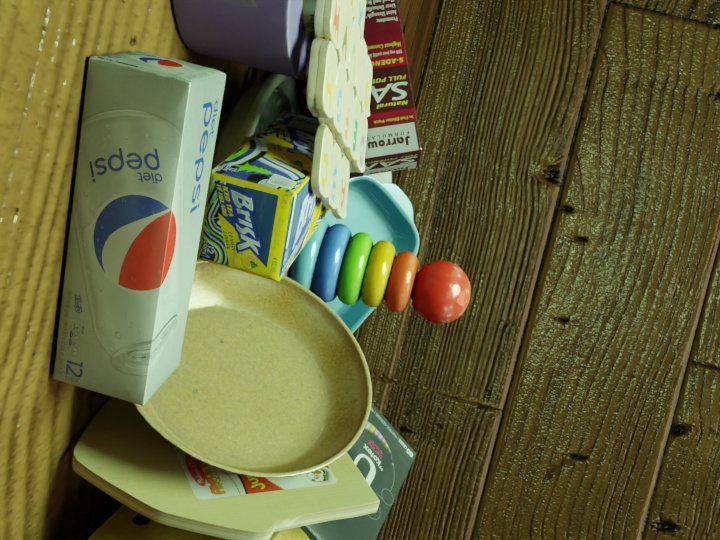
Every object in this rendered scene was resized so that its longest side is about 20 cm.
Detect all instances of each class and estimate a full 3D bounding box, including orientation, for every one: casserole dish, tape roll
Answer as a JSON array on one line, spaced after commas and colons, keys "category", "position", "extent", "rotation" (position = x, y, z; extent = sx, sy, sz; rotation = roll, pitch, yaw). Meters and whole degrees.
[{"category": "casserole dish", "position": [-0.029, -0.005, 0.908], "extent": [0.200, 0.121, 0.039], "rotation": [-48, -150, -7]}, {"category": "tape roll", "position": [-0.061, -0.248, 0.666], "extent": [0.200, 0.084, 0.204], "rotation": [14, 90, -85]}]

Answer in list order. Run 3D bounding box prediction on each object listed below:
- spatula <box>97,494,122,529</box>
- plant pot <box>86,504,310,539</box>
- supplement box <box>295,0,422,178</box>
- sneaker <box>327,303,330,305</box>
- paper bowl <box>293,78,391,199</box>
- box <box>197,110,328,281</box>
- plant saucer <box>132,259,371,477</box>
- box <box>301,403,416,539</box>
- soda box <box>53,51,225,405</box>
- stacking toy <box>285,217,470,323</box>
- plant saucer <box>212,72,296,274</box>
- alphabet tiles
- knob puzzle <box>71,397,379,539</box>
[{"category": "spatula", "position": [-0.205, 0.232, 0.744], "extent": [0.056, 0.020, 0.204], "rotation": [-20, 123, -75]}, {"category": "plant pot", "position": [-0.127, 0.268, 0.676], "extent": [0.195, 0.191, 0.203], "rotation": [-42, 143, -57]}, {"category": "supplement box", "position": [-0.010, -0.192, 0.862], "extent": [0.061, 0.107, 0.204], "rotation": [81, 0, -82]}, {"category": "sneaker", "position": [-0.089, 0.054, 0.993], "extent": [0.202, 0.104, 0.075], "rotation": [-59, 164, 12]}, {"category": "paper bowl", "position": [-0.020, -0.148, 0.996], "extent": [0.201, 0.102, 0.205], "rotation": [-4, 90, -88]}, {"category": "box", "position": [-0.062, -0.064, 0.723], "extent": [0.200, 0.063, 0.071], "rotation": [-62, 165, -66]}, {"category": "plant saucer", "position": [-0.088, 0.075, 0.684], "extent": [0.036, 0.198, 0.201], "rotation": [-60, -175, 38]}, {"category": "box", "position": [-0.040, 0.232, 0.979], "extent": [0.106, 0.122, 0.200], "rotation": [-39, -172, 34]}, {"category": "soda box", "position": [-0.136, -0.026, 0.566], "extent": [0.068, 0.062, 0.203], "rotation": [-57, 161, -72]}, {"category": "stacking toy", "position": [0.000, 0.000, 0.809], "extent": [0.085, 0.197, 0.087], "rotation": [15, 90, -84]}, {"category": "plant saucer", "position": [-0.106, -0.079, 0.814], "extent": [0.200, 0.049, 0.204], "rotation": [14, 90, -84]}, {"category": "alphabet tiles", "position": [-0.012, -0.147, 0.723], "extent": [0.200, 0.014, 0.199], "rotation": [45, 51, -79]}, {"category": "knob puzzle", "position": [-0.110, 0.137, 0.674], "extent": [0.220, 0.216, 0.031], "rotation": [-63, 169, -67]}]
